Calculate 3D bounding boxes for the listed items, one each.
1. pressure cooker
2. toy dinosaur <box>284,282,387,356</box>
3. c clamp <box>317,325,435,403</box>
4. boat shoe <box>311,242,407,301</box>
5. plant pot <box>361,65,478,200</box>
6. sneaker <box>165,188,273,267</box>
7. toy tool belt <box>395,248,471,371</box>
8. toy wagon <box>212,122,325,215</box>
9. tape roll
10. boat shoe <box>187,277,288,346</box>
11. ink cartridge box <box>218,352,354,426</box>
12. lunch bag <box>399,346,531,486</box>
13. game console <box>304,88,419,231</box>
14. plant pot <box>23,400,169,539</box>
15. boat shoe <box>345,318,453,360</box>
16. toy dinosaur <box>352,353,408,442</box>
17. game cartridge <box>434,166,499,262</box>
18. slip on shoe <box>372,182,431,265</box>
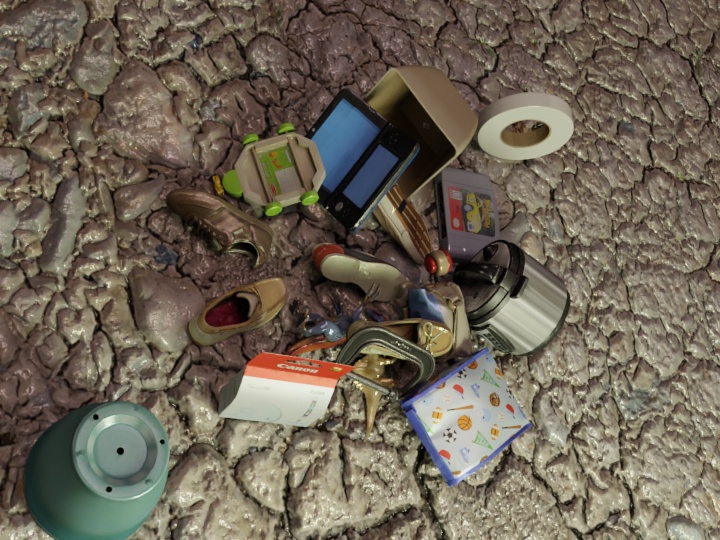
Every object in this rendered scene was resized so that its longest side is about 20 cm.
[{"bbox_3d":[0.268,0.043,1.822,0.199,0.176,0.180,34,35,-22],"label":"pressure cooker"},{"bbox_3d":[-0.039,0.100,1.718,0.180,0.105,0.202,24,92,-28],"label":"toy dinosaur"},{"bbox_3d":[0.020,0.168,1.637,0.198,0.172,0.027,22,25,-24],"label":"c clamp"},{"bbox_3d":[0.000,0.000,1.769,0.198,0.072,0.063,18,17,-33],"label":"boat shoe"},{"bbox_3d":[0.112,-0.278,1.889,0.201,0.199,0.177,53,43,2],"label":"plant pot"},{"bbox_3d":[-0.242,-0.072,1.664,0.198,0.070,0.076,22,60,-18],"label":"sneaker"},{"bbox_3d":[0.122,0.071,1.764,0.121,0.124,0.203,-15,95,-26],"label":"toy tool belt"},{"bbox_3d":[-0.166,-0.173,1.746,0.197,0.040,0.157,-17,70,-8],"label":"toy wagon"},{"bbox_3d":[0.338,-0.294,2.007,0.200,0.203,0.038,10,63,-25],"label":"tape roll"},{"bbox_3d":[-0.193,0.063,1.630,0.199,0.066,0.074,-32,85,-35],"label":"boat shoe"},{"bbox_3d":[-0.118,0.190,1.532,0.158,0.200,0.048,11,62,-24],"label":"ink cartridge box"},{"bbox_3d":[0.173,0.259,1.712,0.199,0.124,0.171,-30,86,-42],"label":"lunch bag"},{"bbox_3d":[-0.020,-0.201,1.764,0.118,0.171,0.201,35,95,-34],"label":"game console"},{"bbox_3d":[-0.355,0.274,1.370,0.198,0.188,0.203,12,63,-24],"label":"plant pot"},{"bbox_3d":[0.075,0.119,1.667,0.197,0.063,0.075,0,87,-22],"label":"boat shoe"},{"bbox_3d":[0.031,0.193,1.711,0.100,0.058,0.203,0,87,-23],"label":"toy dinosaur"},{"bbox_3d":[0.215,-0.110,1.957,0.132,0.041,0.203,10,64,-29],"label":"game cartridge"},{"bbox_3d":[0.066,-0.095,1.855,0.201,0.060,0.076,55,39,-19],"label":"slip on shoe"}]
